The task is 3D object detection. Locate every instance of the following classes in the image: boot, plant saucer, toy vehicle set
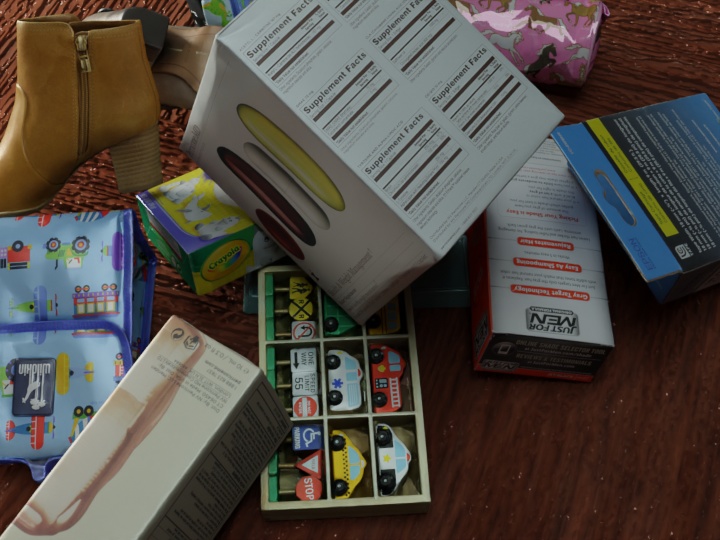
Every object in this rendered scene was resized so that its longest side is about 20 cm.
[{"bbox_3d":[-0.156,-0.168,0.960,0.198,0.146,0.071,30,74,-19],"label":"boot"},{"bbox_3d":[-0.258,-0.124,0.863,0.198,0.146,0.071,-11,22,-6],"label":"boot"},{"bbox_3d":[0.000,0.000,0.915,0.196,0.019,0.071,-1,56,-2],"label":"plant saucer"},{"bbox_3d":[-0.016,0.087,0.837,0.122,0.027,0.203,-4,60,-1],"label":"toy vehicle set"}]

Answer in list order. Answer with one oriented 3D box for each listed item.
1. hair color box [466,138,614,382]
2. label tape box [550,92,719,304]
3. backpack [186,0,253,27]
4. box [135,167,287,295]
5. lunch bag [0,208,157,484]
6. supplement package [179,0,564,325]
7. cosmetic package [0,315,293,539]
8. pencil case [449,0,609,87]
[{"bbox_3d":[0.141,-0.015,0.889,0.100,0.062,0.202,7,54,-7],"label":"hair color box"},{"bbox_3d":[0.238,-0.055,0.873,0.198,0.063,0.145,-15,65,-34],"label":"label tape box"},{"bbox_3d":[-0.111,-0.280,1.018,0.151,0.164,0.202,0,53,5],"label":"backpack"},{"bbox_3d":[-0.074,-0.061,0.914,0.198,0.049,0.117,-25,38,-22],"label":"box"},{"bbox_3d":[-0.241,0.065,0.840,0.148,0.094,0.203,-4,66,1],"label":"lunch bag"},{"bbox_3d":[-0.002,-0.098,0.784,0.200,0.191,0.147,44,67,0],"label":"supplement package"},{"bbox_3d":[-0.144,0.147,0.744,0.087,0.104,0.201,27,68,23],"label":"cosmetic package"},{"bbox_3d":[0.132,-0.230,1.036,0.197,0.088,0.083,13,26,9],"label":"pencil case"}]
